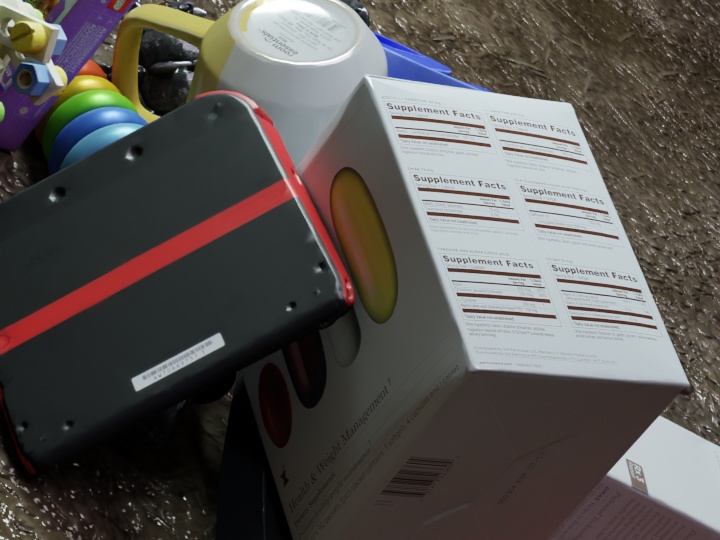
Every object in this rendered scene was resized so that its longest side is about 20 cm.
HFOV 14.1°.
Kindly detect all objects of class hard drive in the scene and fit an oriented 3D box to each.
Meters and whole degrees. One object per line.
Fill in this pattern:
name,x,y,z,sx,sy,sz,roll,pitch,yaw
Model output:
hard drive,-0.012,0.118,1.657,0.135,0.042,0.200,24,41,-17

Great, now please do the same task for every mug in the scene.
mug,-0.064,-0.089,1.788,0.186,0.154,0.150,5,39,-4

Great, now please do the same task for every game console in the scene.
game console,-0.118,0.003,1.578,0.177,0.200,0.031,63,3,35

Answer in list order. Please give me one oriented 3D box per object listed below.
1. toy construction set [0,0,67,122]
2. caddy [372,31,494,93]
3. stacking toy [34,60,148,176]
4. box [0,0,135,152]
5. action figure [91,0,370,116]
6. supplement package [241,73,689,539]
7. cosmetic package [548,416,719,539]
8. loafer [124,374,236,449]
toy construction set,-0.254,-0.157,1.697,0.092,0.131,0.200,15,36,-49
caddy,0.006,-0.112,2.078,0.200,0.105,0.141,19,10,-43
stacking toy,-0.170,-0.084,1.792,0.085,0.085,0.200,20,25,-43
box,-0.219,-0.191,1.804,0.039,0.137,0.200,19,33,-42
action figure,-0.094,-0.131,1.945,0.199,0.102,0.119,-6,81,-12
supplement package,0.043,0.034,1.594,0.147,0.191,0.200,6,48,-33
cosmetic package,0.147,0.127,1.763,0.200,0.074,0.102,25,29,-26
loafer,-0.102,0.045,1.683,0.070,0.068,0.201,50,28,-4
